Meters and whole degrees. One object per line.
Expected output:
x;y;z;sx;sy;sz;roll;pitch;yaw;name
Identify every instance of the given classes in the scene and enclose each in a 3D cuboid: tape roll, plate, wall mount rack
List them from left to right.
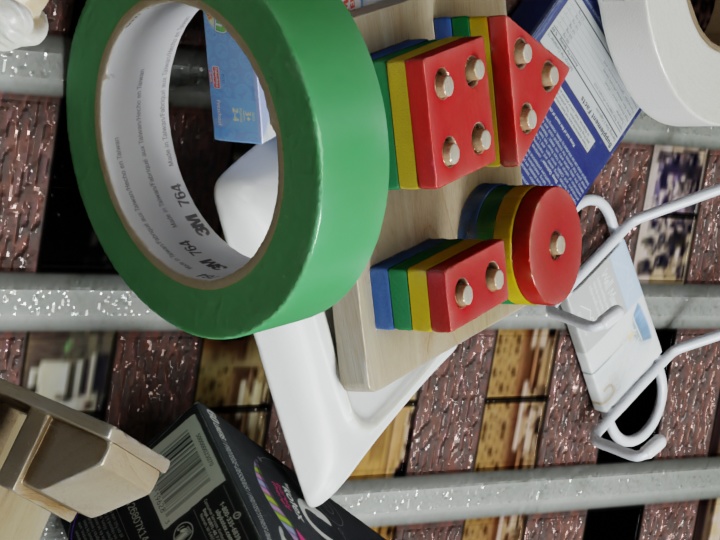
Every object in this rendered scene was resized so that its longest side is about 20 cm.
-0.070;-0.068;1.250;0.048;0.200;0.201;-14;112;-40;tape roll
0.000;0.000;1.406;0.200;0.032;0.201;-45;126;-52;plate
0.204;0.025;1.646;0.174;0.074;0.200;-43;130;-28;wall mount rack
0.216;-0.191;1.587;0.202;0.037;0.204;-4;95;-54;tape roll

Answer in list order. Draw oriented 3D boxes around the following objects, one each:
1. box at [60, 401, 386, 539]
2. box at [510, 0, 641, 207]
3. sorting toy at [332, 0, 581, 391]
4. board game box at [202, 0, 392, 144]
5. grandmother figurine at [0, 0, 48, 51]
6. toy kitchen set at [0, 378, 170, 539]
-0.052;0.183;1.381;0.106;0.122;0.200;-39;135;10;box
0.119;-0.103;1.551;0.200;0.032;0.121;-56;134;-20;box
0.058;-0.054;1.393;0.199;0.069;0.201;-26;113;-56;sorting toy
-0.019;-0.171;1.355;0.200;0.036;0.152;-34;126;-51;board game box
-0.124;-0.182;1.218;0.200;0.121;0.061;-41;94;9;grandmother figurine
-0.200;0.136;1.161;0.181;0.163;0.200;-67;157;-10;toy kitchen set
